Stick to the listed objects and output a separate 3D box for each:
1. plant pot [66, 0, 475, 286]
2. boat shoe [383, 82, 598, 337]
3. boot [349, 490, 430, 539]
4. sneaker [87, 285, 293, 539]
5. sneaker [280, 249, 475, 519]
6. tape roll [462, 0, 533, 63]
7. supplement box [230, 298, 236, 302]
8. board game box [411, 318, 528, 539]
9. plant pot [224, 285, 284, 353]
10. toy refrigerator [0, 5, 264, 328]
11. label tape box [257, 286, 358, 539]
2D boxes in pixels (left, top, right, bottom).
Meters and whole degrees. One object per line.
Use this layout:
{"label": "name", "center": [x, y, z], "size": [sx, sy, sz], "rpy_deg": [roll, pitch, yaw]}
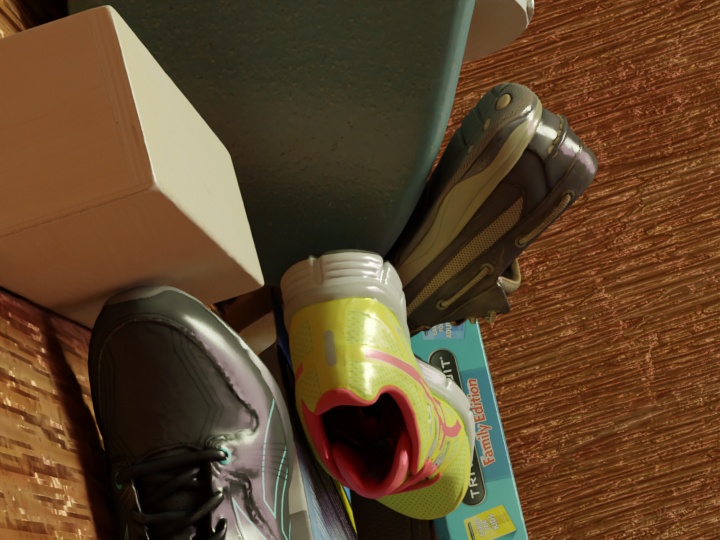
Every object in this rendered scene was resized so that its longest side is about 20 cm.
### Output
{"label": "plant pot", "center": [-0.046, -0.102, 0.817], "size": [0.197, 0.193, 0.203], "rpy_deg": [-95, -170, -73]}
{"label": "boat shoe", "center": [0.048, -0.002, 0.816], "size": [0.073, 0.200, 0.075], "rpy_deg": [30, 38, -10]}
{"label": "boot", "center": [-0.004, 0.136, 1.005], "size": [0.155, 0.076, 0.202], "rpy_deg": [76, -8, -71]}
{"label": "sneaker", "center": [-0.055, 0.104, 0.613], "size": [0.079, 0.074, 0.202], "rpy_deg": [-80, 153, -78]}
{"label": "sneaker", "center": [0.008, 0.082, 0.795], "size": [0.201, 0.077, 0.091], "rpy_deg": [59, 20, -48]}
{"label": "tape roll", "center": [0.007, -0.183, 1.000], "size": [0.202, 0.199, 0.072], "rpy_deg": [58, 30, -78]}
{"label": "supplement box", "center": [-0.037, -0.040, 1.114], "size": [0.200, 0.129, 0.104], "rpy_deg": [57, 15, -82]}
{"label": "board game box", "center": [0.054, 0.113, 0.971], "size": [0.151, 0.046, 0.203], "rpy_deg": [97, -18, -71]}
{"label": "plant pot", "center": [0.000, 0.000, 0.982], "size": [0.200, 0.198, 0.028], "rpy_deg": [51, 15, -81]}
{"label": "toy refrigerator", "center": [-0.095, -0.031, 0.600], "size": [0.200, 0.075, 0.071], "rpy_deg": [53, 21, -79]}
{"label": "label tape box", "center": [-0.039, 0.133, 0.817], "size": [0.201, 0.063, 0.145], "rpy_deg": [-104, 175, -46]}
